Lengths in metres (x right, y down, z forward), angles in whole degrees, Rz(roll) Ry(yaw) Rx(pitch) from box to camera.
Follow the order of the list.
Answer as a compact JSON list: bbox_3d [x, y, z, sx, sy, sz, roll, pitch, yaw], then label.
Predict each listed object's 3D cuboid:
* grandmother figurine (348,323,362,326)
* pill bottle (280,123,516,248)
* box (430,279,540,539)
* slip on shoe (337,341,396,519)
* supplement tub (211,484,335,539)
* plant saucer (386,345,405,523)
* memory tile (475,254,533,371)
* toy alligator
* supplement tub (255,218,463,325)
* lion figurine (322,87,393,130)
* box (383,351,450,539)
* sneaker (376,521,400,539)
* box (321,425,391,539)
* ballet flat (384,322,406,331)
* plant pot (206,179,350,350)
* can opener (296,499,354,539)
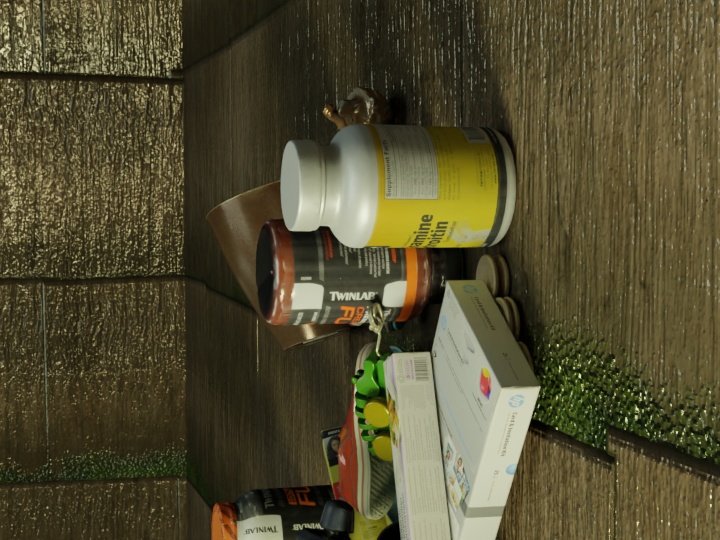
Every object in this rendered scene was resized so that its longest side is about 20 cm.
[{"bbox_3d":[0.007,0.014,1.482,0.200,0.060,0.122,117,175,-64],"label":"grandmother figurine"},{"bbox_3d":[0.032,-0.076,1.120,0.112,0.199,0.113,179,90,-74],"label":"pill bottle"},{"bbox_3d":[0.099,0.133,1.128,0.156,0.041,0.201,-113,26,-52],"label":"box"},{"bbox_3d":[0.004,0.169,1.318,0.061,0.074,0.201,18,116,37],"label":"slip on shoe"},{"bbox_3d":[-0.081,0.332,1.537,0.122,0.199,0.123,179,90,-73],"label":"supplement tub"},{"bbox_3d":[0.054,0.183,1.355,0.200,0.036,0.201,179,90,-74],"label":"plant saucer"},{"bbox_3d":[0.117,0.096,1.169,0.201,0.017,0.154,107,156,-48],"label":"memory tile"},{"bbox_3d":[0.015,0.123,1.234,0.059,0.054,0.201,-47,-52,-54],"label":"toy alligator"},{"bbox_3d":[0.000,0.000,1.237,0.107,0.199,0.108,179,90,-75],"label":"supplement tub"},{"bbox_3d":[0.002,-0.137,1.484,0.122,0.072,0.201,46,150,49],"label":"lion figurine"},{"bbox_3d":[0.053,0.176,1.150,0.039,0.041,0.201,126,140,-67],"label":"box"},{"bbox_3d":[0.056,0.340,1.246,0.200,0.070,0.100,-108,-3,-54],"label":"sneaker"},{"bbox_3d":[0.007,0.273,1.441,0.050,0.075,0.201,81,176,-48],"label":"box"},{"bbox_3d":[0.036,-0.034,1.334,0.067,0.068,0.201,21,111,25],"label":"ballet flat"},{"bbox_3d":[-0.085,-0.004,1.625,0.187,0.186,0.201,141,112,-70],"label":"plant pot"},{"bbox_3d":[-0.028,0.295,1.304,0.200,0.063,0.079,-177,88,-78],"label":"can opener"}]
